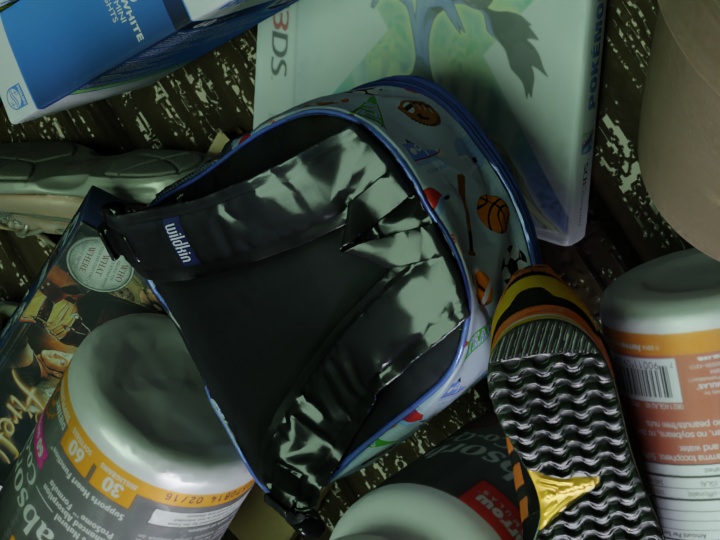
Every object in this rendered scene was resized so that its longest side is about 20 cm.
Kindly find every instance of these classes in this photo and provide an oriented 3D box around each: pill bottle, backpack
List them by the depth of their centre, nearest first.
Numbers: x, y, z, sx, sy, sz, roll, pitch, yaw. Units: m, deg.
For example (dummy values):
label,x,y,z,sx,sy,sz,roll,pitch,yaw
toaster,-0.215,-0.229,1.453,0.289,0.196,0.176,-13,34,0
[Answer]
label,x,y,z,sx,sy,sz,roll,pitch,yaw
pill bottle,0.186,0.095,1.349,0.112,0.112,0.201,-2,107,35
backpack,0.000,0.000,1.388,0.190,0.154,0.201,-34,89,47
pill bottle,0.053,0.147,1.404,0.115,0.200,0.117,13,115,30
pill bottle,-0.132,0.127,1.495,0.116,0.116,0.200,42,129,14

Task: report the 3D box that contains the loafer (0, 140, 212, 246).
label,x,y,z,sx,sy,sz,roll,pitch,yaw
loafer,-0.159,-0.033,1.557,0.199,0.072,0.063,5,112,40

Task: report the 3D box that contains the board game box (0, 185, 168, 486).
label,x,y,z,sx,sy,sz,roll,pitch,yaw
board game box,-0.133,0.059,1.537,0.135,0.035,0.200,26,128,-12

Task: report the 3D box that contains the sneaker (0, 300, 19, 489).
label,x,y,z,sx,sy,sz,roll,pitch,yaw
sneaker,-0.199,0.106,1.640,0.088,0.081,0.201,-27,92,40

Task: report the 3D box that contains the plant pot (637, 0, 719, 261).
label,x,y,z,sx,sy,sz,roll,pitch,yaw
plant pot,0.204,-0.089,1.234,0.200,0.200,0.175,41,143,15

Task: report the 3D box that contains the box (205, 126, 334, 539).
label,x,y,z,sx,sy,sz,roll,pitch,yaw
box,-0.060,0.045,1.557,0.163,0.021,0.200,44,127,14

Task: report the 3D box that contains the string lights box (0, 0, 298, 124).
label,x,y,z,sx,sy,sz,roll,pitch,yaw
string lights box,-0.099,-0.141,1.439,0.200,0.102,0.059,-24,88,47

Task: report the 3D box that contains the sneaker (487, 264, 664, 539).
label,x,y,z,sx,sy,sz,roll,pitch,yaw
sneaker,0.104,0.090,1.328,0.070,0.090,0.201,-10,119,7

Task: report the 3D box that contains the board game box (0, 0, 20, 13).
label,x,y,z,sx,sy,sz,roll,pitch,yaw
board game box,-0.152,-0.208,1.457,0.200,0.103,0.105,-24,90,43

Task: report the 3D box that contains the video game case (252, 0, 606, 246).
label,x,y,z,sx,sy,sz,roll,pitch,yaw
video game case,0.032,-0.123,1.427,0.199,0.022,0.183,17,117,29
